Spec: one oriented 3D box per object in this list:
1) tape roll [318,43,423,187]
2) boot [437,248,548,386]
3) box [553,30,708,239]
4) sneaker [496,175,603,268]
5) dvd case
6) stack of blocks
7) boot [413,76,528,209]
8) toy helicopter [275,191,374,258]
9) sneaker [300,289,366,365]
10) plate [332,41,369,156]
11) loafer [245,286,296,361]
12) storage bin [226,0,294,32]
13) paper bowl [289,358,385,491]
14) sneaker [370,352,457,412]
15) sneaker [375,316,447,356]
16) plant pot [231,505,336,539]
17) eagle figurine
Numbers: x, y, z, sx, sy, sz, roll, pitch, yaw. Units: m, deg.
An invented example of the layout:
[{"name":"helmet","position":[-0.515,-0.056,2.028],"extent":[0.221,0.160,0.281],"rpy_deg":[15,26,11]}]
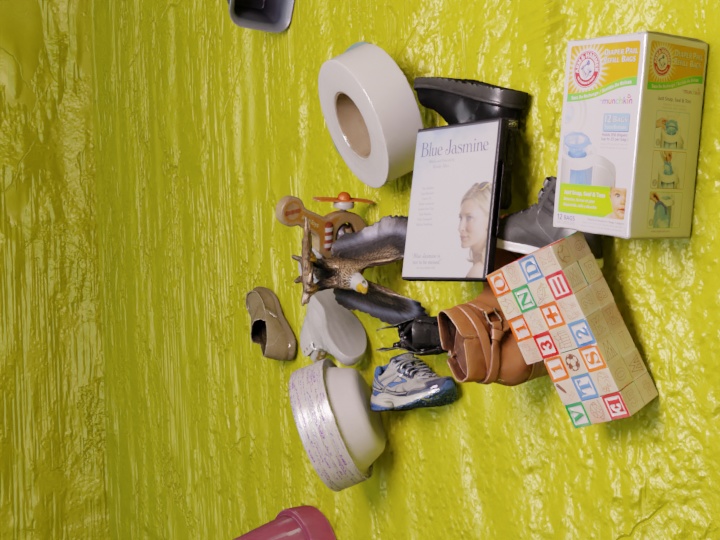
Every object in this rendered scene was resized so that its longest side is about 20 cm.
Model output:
[{"name":"tape roll","position":[0.014,-0.231,1.322],"extent":[0.203,0.070,0.204],"rpy_deg":[52,159,29]},{"name":"boot","position":[0.155,0.048,1.101],"extent":[0.074,0.152,0.203],"rpy_deg":[-54,48,44]},{"name":"box","position":[0.284,-0.141,0.933],"extent":[0.112,0.100,0.205],"rpy_deg":[15,104,56]},{"name":"sneaker","position":[0.219,-0.069,1.078],"extent":[0.198,0.070,0.102],"rpy_deg":[18,105,51]},{"name":"dvd case","position":[0.118,-0.087,1.118],"extent":[0.141,0.017,0.205],"rpy_deg":[0,80,46]},{"name":"stack of blocks","position":[0.238,0.072,1.003],"extent":[0.115,0.058,0.203],"rpy_deg":[-30,84,54]},{"name":"boot","position":[0.134,-0.176,1.195],"extent":[0.210,0.078,0.161],"rpy_deg":[30,117,53]},{"name":"toy helicopter","position":[-0.055,-0.076,1.406],"extent":[0.078,0.199,0.134],"rpy_deg":[25,90,44]},{"name":"sneaker","position":[-0.050,0.125,1.524],"extent":[0.201,0.072,0.117],"rpy_deg":[-120,39,-51]},{"name":"plate","position":[-0.012,-0.281,1.479],"extent":[0.199,0.025,0.205],"rpy_deg":[5,96,59]},{"name":"loafer","position":[-0.189,0.102,1.743],"extent":[0.200,0.066,0.077],"rpy_deg":[50,131,45]},{"name":"storage bin","position":[-0.205,-0.575,1.685],"extent":[0.134,0.143,0.204],"rpy_deg":[-132,49,-59]},{"name":"paper bowl","position":[-0.028,0.238,1.402],"extent":[0.201,0.103,0.204],"rpy_deg":[-22,-89,-83]},{"name":"sneaker","position":[0.071,0.164,1.320],"extent":[0.199,0.076,0.087],"rpy_deg":[-20,71,56]},{"name":"sneaker","position":[0.113,0.093,1.218],"extent":[0.198,0.102,0.061],"rpy_deg":[-4,87,58]},{"name":"plant pot","position":[-0.155,0.545,1.606],"extent":[0.199,0.176,0.205],"rpy_deg":[6,98,57]},{"name":"eagle figurine","position":[0.002,0.005,1.329],"extent":[0.153,0.196,0.153],"rpy_deg":[113,148,-49]}]
